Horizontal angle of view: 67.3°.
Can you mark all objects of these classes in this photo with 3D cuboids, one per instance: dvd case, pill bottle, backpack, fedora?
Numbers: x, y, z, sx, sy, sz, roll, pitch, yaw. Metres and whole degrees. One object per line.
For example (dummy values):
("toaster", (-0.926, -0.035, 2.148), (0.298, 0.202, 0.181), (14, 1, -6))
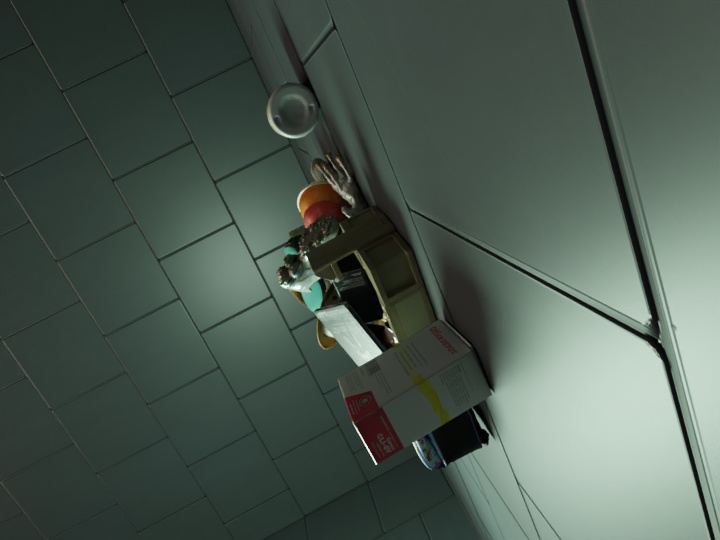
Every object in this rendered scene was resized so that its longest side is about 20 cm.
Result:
("dvd case", (-0.007, 0.154, 1.193), (0.201, 0.016, 0.148), (52, 150, -12))
("pill bottle", (-0.160, -0.366, 1.249), (0.116, 0.113, 0.200), (65, 176, -18))
("backpack", (0.128, 0.240, 1.013), (0.185, 0.133, 0.200), (65, 175, -19))
("fedora", (-0.029, 0.103, 1.312), (0.081, 0.203, 0.202), (18, 153, 24))

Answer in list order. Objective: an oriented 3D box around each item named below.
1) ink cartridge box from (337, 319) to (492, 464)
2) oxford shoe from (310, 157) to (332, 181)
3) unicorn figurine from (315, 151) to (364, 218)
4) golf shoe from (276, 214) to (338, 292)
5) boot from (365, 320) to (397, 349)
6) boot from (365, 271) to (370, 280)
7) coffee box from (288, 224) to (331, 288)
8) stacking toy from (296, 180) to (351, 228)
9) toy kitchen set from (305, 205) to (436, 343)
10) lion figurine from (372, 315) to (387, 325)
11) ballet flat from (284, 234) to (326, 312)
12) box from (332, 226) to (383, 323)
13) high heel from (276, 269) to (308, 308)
("ink cartridge box", (0.078, 0.175, 0.819), (0.084, 0.198, 0.145), (61, 177, -17))
("oxford shoe", (-0.090, -0.257, 1.477), (0.058, 0.074, 0.202), (-62, 29, 32))
("unicorn figurine", (-0.038, -0.181, 1.179), (0.138, 0.073, 0.201), (56, -166, -24))
("golf shoe", (-0.095, -0.033, 1.182), (0.096, 0.200, 0.079), (24, -149, -34))
("boot", (0.062, 0.136, 1.165), (0.196, 0.073, 0.167), (16, 157, 16))
("boot", (0.054, 0.015, 1.163), (0.131, 0.067, 0.203), (-102, -11, -81))
("coffee box", (-0.068, -0.036, 1.498), (0.202, 0.195, 0.200), (65, 176, -22))
("stacking toy", (-0.086, -0.101, 1.300), (0.147, 0.143, 0.203), (68, -163, -52))
("toy kitchen set", (0.012, 0.021, 0.994), (0.183, 0.161, 0.201), (66, 176, -32))
("lion figurine", (0.053, 0.141, 1.314), (0.121, 0.202, 0.073), (31, -167, -7))
("ballet flat", (-0.116, 0.003, 1.272), (0.069, 0.067, 0.203), (-57, -41, -45))
("box", (0.000, 0.000, 1.213), (0.202, 0.077, 0.143), (-84, -22, -53))
("high heel", (-0.176, 0.046, 1.513), (0.200, 0.066, 0.098), (27, -134, -70))
